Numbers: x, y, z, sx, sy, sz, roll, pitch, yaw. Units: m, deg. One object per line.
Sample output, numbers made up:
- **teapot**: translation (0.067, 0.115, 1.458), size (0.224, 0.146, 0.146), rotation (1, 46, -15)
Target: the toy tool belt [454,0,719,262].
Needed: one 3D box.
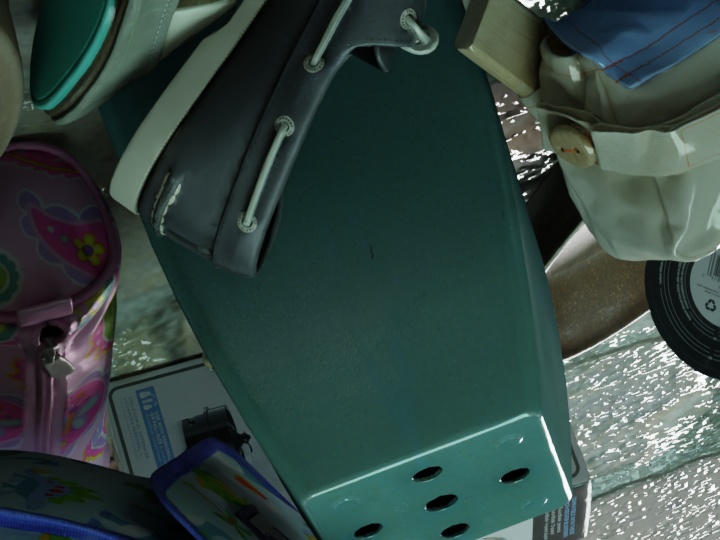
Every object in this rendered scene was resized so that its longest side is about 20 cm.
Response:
- **toy tool belt**: translation (0.132, -0.105, 1.055), size (0.200, 0.123, 0.125), rotation (-44, -163, -18)

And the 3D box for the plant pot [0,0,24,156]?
- **plant pot**: translation (-0.194, -0.006, 0.981), size (0.199, 0.175, 0.201), rotation (-16, 151, -9)

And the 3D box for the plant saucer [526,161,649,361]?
- **plant saucer**: translation (0.126, -0.039, 1.214), size (0.200, 0.037, 0.201), rotation (-36, 161, -14)

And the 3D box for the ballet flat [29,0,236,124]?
- **ballet flat**: translation (-0.061, -0.113, 0.980), size (0.063, 0.068, 0.200), rotation (5, 144, -17)

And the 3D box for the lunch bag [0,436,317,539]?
- **lunch bag**: translation (-0.080, 0.130, 1.081), size (0.198, 0.128, 0.170), rotation (9, -176, 6)

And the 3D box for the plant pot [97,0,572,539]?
- **plant pot**: translation (0.000, 0.000, 1.083), size (0.140, 0.201, 0.142), rotation (-20, 153, 3)

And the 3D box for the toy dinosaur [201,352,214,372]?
- **toy dinosaur**: translation (-0.020, 0.018, 1.221), size (0.088, 0.048, 0.199), rotation (17, 170, -36)

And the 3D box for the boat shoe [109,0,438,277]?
- **boat shoe**: translation (-0.002, -0.086, 1.002), size (0.200, 0.063, 0.073), rotation (-52, 171, 2)

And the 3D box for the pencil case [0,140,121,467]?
- **pencil case**: translation (-0.139, 0.034, 1.180), size (0.087, 0.088, 0.200), rotation (-11, 152, -14)

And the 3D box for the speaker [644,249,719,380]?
- **speaker**: translation (0.202, -0.009, 1.255), size (0.081, 0.081, 0.200), rotation (-40, 165, 34)

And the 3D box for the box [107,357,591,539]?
- **box**: translation (-0.007, 0.085, 1.322), size (0.199, 0.117, 0.060), rotation (-14, 149, -7)
